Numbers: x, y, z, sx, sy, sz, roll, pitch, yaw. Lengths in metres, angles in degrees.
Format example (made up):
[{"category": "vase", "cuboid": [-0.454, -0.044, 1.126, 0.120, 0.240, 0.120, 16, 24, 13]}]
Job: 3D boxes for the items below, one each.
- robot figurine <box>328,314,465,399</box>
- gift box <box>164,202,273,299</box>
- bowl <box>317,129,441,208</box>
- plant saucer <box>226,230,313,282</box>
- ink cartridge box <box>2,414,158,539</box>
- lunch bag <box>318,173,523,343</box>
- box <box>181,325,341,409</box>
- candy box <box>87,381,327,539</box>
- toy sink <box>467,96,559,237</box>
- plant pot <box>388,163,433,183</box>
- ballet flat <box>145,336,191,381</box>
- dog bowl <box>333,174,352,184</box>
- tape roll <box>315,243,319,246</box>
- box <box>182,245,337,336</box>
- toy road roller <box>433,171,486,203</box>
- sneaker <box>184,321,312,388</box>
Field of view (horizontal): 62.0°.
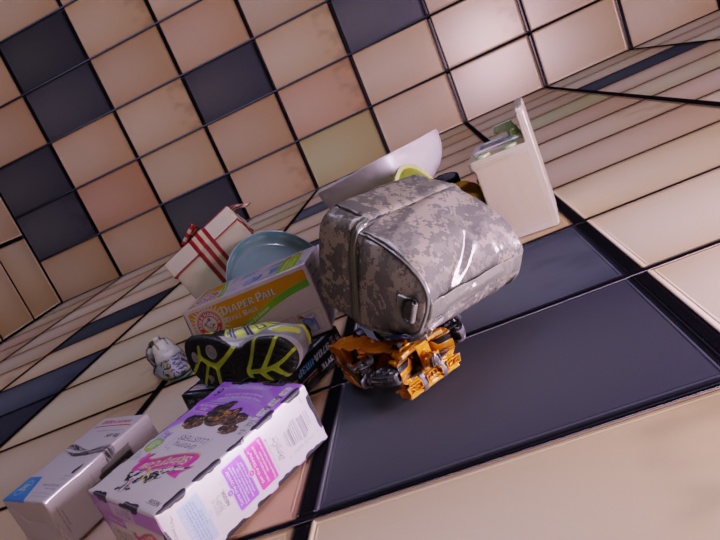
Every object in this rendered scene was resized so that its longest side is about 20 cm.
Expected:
[{"category": "robot figurine", "cuboid": [0.043, 0.097, 0.719, 0.144, 0.059, 0.199, -31, 15, -20]}, {"category": "gift box", "cuboid": [-0.249, -0.018, 1.186, 0.200, 0.187, 0.185, -44, -3, -7]}, {"category": "bowl", "cuboid": [0.044, -0.164, 1.069, 0.198, 0.076, 0.199, -20, 10, 46]}, {"category": "plant saucer", "cuboid": [-0.142, 0.022, 1.064, 0.199, 0.201, 0.027, -35, -11, -37]}, {"category": "ink cartridge box", "cuboid": [-0.336, 0.253, 0.779, 0.114, 0.068, 0.200, -15, 18, 36]}, {"category": "lunch bag", "cuboid": [0.069, -0.011, 0.677, 0.198, 0.142, 0.166, -23, 33, -38]}, {"category": "box", "cuboid": [-0.138, 0.147, 0.862, 0.197, 0.047, 0.159, -13, 19, 38]}, {"category": "candy box", "cuboid": [-0.162, 0.207, 0.644, 0.166, 0.073, 0.199, -10, 21, 45]}, {"category": "toy sink", "cuboid": [0.253, -0.171, 1.020, 0.110, 0.203, 0.131, -18, 16, 21]}, {"category": "plant pot", "cuboid": [0.047, -0.035, 0.953, 0.182, 0.202, 0.201, -28, 11, 32]}, {"category": "ballet flat", "cuboid": [-0.380, 0.163, 1.160, 0.071, 0.073, 0.199, -31, 16, -25]}, {"category": "dog bowl", "cuboid": [0.034, -0.142, 1.316, 0.195, 0.081, 0.200, 2, -13, 0]}, {"category": "tape roll", "cuboid": [-0.023, -0.030, 1.238, 0.199, 0.072, 0.203, -24, 15, 7]}, {"category": "box", "cuboid": [-0.142, 0.057, 0.887, 0.197, 0.103, 0.113, -21, 13, 10]}, {"category": "toy road roller", "cuboid": [0.141, -0.085, 1.065, 0.198, 0.125, 0.146, -28, 21, -14]}, {"category": "sneaker", "cuboid": [-0.150, 0.109, 0.803, 0.196, 0.077, 0.076, -3, 17, 28]}]
